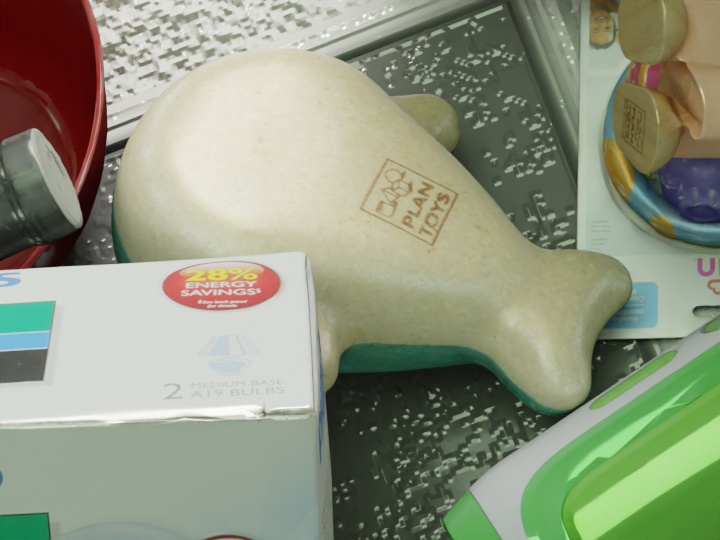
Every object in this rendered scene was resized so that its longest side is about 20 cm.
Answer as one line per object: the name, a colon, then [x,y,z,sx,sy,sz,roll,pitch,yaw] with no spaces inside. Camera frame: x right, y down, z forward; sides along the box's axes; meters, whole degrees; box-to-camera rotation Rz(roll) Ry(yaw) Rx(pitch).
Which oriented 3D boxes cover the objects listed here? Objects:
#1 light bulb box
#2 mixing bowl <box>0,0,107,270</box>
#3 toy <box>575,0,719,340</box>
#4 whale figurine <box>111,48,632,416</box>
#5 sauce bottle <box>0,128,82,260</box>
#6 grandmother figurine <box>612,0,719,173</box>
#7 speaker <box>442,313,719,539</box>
light bulb box: [-0.107,0.112,0.835,0.198,0.125,0.201,-3,114,-1]
mixing bowl: [-0.183,-0.048,0.988,0.200,0.108,0.201,-4,74,12]
toy: [0.141,-0.075,0.960,0.115,0.047,0.201,-2,69,13]
whale figurine: [0.000,0.000,0.944,0.200,0.104,0.159,23,51,4]
sauce bottle: [-0.198,0.007,0.888,0.200,0.066,0.066,-25,67,4]
grandmother figurine: [0.195,-0.069,0.909,0.199,0.122,0.061,-4,27,-16]
speaker: [0.132,0.066,0.890,0.200,0.088,0.089,-34,67,-1]
